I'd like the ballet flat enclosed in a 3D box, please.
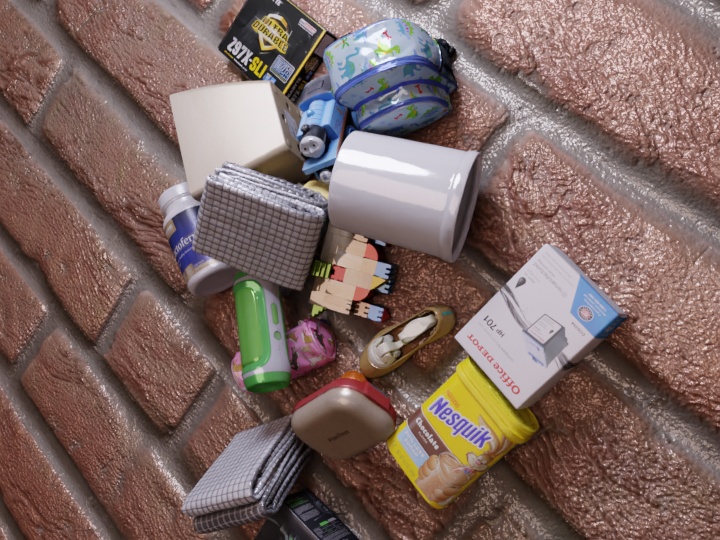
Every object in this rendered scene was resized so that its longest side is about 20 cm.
[{"bbox_3d":[0.064,0.114,1.150,0.200,0.063,0.069,-38,70,22],"label":"ballet flat"}]

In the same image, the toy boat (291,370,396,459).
[{"bbox_3d":[-0.024,0.225,1.167,0.130,0.131,0.200,39,133,-16],"label":"toy boat"}]

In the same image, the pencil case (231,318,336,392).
[{"bbox_3d":[-0.139,0.154,1.249,0.199,0.083,0.087,-27,65,25],"label":"pencil case"}]

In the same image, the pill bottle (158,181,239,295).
[{"bbox_3d":[-0.308,-0.063,1.338,0.116,0.116,0.201,-35,70,22],"label":"pill bottle"}]

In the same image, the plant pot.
[{"bbox_3d":[-0.195,-0.223,1.249,0.176,0.200,0.201,-19,74,13],"label":"plant pot"}]

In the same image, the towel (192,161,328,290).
[{"bbox_3d":[-0.162,-0.073,1.135,0.199,0.086,0.166,20,129,-2],"label":"towel"}]

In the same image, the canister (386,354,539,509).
[{"bbox_3d":[0.152,0.251,1.080,0.200,0.086,0.149,-48,66,19],"label":"canister"}]

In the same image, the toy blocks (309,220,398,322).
[{"bbox_3d":[0.000,0.000,1.186,0.136,0.100,0.201,15,95,17],"label":"toy blocks"}]

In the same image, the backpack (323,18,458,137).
[{"bbox_3d":[0.050,-0.299,1.107,0.182,0.200,0.148,-19,78,26],"label":"backpack"}]

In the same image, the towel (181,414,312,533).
[{"bbox_3d":[-0.187,0.352,1.198,0.165,0.200,0.086,-25,105,30],"label":"towel"}]

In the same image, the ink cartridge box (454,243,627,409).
[{"bbox_3d":[0.263,0.083,1.030,0.200,0.086,0.147,-48,67,16],"label":"ink cartridge box"}]

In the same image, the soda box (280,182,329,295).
[{"bbox_3d":[-0.123,-0.054,1.264,0.068,0.064,0.201,37,104,25],"label":"soda box"}]

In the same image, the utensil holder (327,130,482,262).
[{"bbox_3d":[0.069,-0.119,1.077,0.199,0.170,0.171,16,94,14],"label":"utensil holder"}]

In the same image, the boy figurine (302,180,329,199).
[{"bbox_3d":[-0.138,-0.105,1.195,0.199,0.065,0.125,-22,110,24],"label":"boy figurine"}]

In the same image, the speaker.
[{"bbox_3d":[-0.167,0.099,1.180,0.088,0.088,0.201,-20,67,26],"label":"speaker"}]

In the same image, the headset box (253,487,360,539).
[{"bbox_3d":[-0.098,0.503,1.196,0.200,0.093,0.175,36,104,26],"label":"headset box"}]

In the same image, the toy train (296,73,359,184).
[{"bbox_3d":[-0.055,-0.238,1.176,0.086,0.114,0.201,-17,44,30],"label":"toy train"}]

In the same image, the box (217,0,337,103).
[{"bbox_3d":[-0.161,-0.429,1.319,0.200,0.049,0.160,45,109,24],"label":"box"}]
